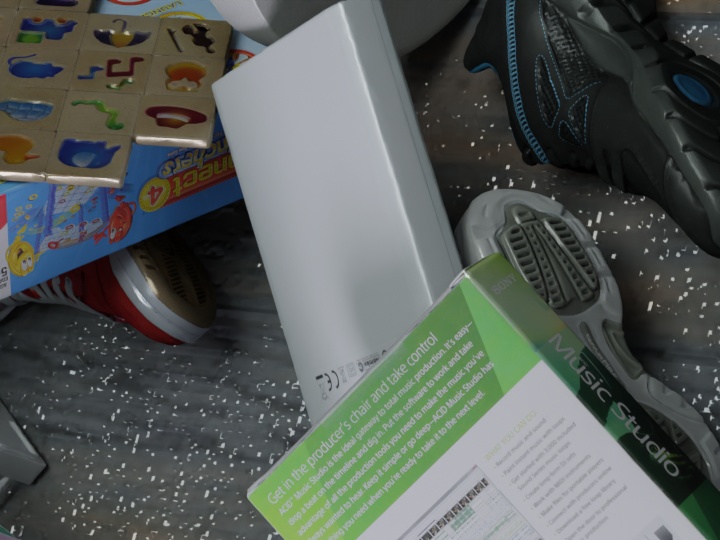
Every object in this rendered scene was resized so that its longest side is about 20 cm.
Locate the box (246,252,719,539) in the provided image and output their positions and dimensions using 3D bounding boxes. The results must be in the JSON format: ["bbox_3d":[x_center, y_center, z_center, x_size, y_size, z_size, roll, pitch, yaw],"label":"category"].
[{"bbox_3d":[0.069,0.112,1.148,0.200,0.036,0.144,47,120,5],"label":"box"}]

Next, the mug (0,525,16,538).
[{"bbox_3d":[-0.189,0.178,1.323,0.152,0.185,0.115,2,48,51],"label":"mug"}]

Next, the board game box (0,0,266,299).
[{"bbox_3d":[-0.153,-0.082,1.368,0.196,0.200,0.056,38,139,39],"label":"board game box"}]

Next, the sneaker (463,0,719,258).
[{"bbox_3d":[0.113,-0.063,1.259,0.082,0.073,0.200,-55,44,25],"label":"sneaker"}]

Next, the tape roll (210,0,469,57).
[{"bbox_3d":[0.003,-0.188,1.292,0.037,0.203,0.203,21,84,37],"label":"tape roll"}]

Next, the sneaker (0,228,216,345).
[{"bbox_3d":[-0.149,0.000,1.403,0.112,0.071,0.200,-46,45,6],"label":"sneaker"}]

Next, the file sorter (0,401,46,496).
[{"bbox_3d":[-0.278,0.069,1.387,0.125,0.200,0.139,-50,52,13],"label":"file sorter"}]

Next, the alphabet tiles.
[{"bbox_3d":[-0.160,-0.089,1.324,0.199,0.008,0.167,4,36,2],"label":"alphabet tiles"}]

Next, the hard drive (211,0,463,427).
[{"bbox_3d":[0.000,0.000,1.237,0.132,0.027,0.201,-25,81,61],"label":"hard drive"}]

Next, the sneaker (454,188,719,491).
[{"bbox_3d":[0.082,0.071,1.225,0.099,0.078,0.200,-48,58,48],"label":"sneaker"}]

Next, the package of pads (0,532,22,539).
[{"bbox_3d":[-0.099,0.192,1.218,0.121,0.200,0.076,-67,15,-8],"label":"package of pads"}]
